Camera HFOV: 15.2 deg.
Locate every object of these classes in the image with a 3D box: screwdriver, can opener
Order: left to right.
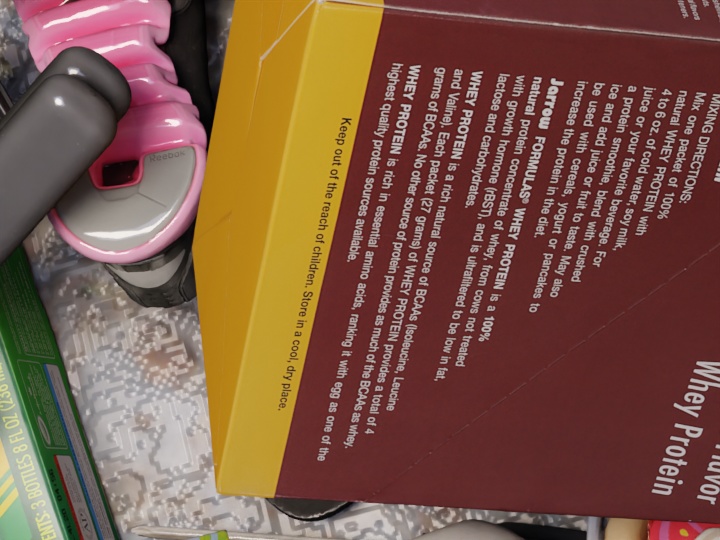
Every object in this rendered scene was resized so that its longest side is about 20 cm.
[{"bbox_3d":[-0.141,0.009,0.985,0.067,0.053,0.200,39,114,-12],"label":"can opener"},{"bbox_3d":[0.007,0.104,1.048,0.199,0.028,0.029,7,116,9],"label":"screwdriver"}]

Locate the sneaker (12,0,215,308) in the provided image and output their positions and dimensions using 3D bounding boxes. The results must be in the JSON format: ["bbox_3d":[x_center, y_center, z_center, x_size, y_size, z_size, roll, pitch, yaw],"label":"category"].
[{"bbox_3d":[-0.087,-0.073,1.062,0.079,0.095,0.200,-10,59,12],"label":"sneaker"}]

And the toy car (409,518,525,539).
[{"bbox_3d":[0.005,0.198,0.962,0.200,0.150,0.175,-32,79,46],"label":"toy car"}]

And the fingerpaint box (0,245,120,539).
[{"bbox_3d":[-0.207,0.055,1.079,0.166,0.073,0.200,-20,82,10],"label":"fingerpaint box"}]

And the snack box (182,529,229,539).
[{"bbox_3d":[-0.154,0.156,0.987,0.200,0.142,0.053,-27,79,40],"label":"snack box"}]

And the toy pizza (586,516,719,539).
[{"bbox_3d":[0.180,0.104,0.964,0.200,0.032,0.201,3,64,-7],"label":"toy pizza"}]

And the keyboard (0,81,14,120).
[{"bbox_3d":[-0.238,-0.054,1.024,0.200,0.021,0.127,-26,113,9],"label":"keyboard"}]

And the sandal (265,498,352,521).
[{"bbox_3d":[0.000,0.000,1.051,0.075,0.045,0.200,23,91,13],"label":"sandal"}]

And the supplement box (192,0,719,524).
[{"bbox_3d":[0.059,-0.034,0.889,0.199,0.133,0.198,4,128,-11],"label":"supplement box"}]
